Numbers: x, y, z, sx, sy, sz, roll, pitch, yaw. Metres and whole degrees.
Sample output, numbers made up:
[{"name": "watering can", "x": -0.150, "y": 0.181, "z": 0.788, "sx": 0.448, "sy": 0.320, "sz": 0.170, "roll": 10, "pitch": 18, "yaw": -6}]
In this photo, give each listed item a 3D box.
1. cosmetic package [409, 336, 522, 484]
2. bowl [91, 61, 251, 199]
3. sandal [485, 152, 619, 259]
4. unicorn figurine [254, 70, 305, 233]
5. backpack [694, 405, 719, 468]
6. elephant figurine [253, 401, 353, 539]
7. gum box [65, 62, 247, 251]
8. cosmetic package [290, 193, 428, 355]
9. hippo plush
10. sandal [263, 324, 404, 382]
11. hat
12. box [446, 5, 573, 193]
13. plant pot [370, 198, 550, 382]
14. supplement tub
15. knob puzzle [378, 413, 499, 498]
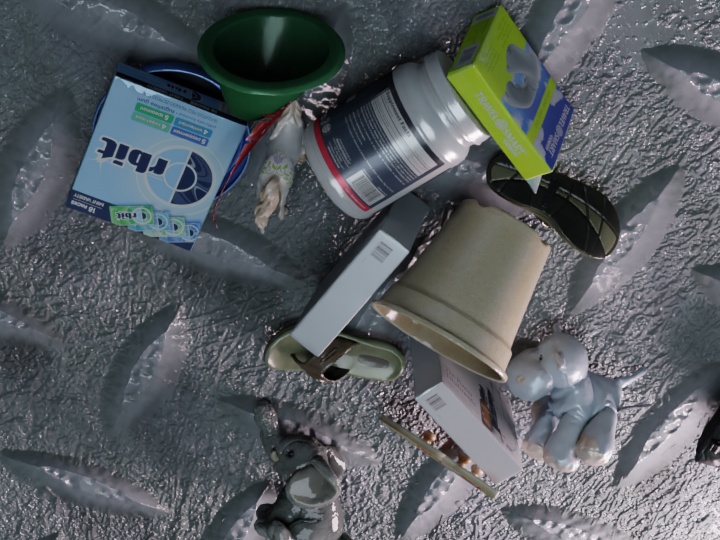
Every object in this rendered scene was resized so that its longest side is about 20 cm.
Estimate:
[{"name": "cosmetic package", "x": 0.147, "y": 0.182, "z": 1.883, "sx": 0.052, "sy": 0.151, "sz": 0.200, "roll": -33, "pitch": 119, "yaw": 17}, {"name": "bowl", "x": -0.238, "y": -0.173, "z": 1.702, "sx": 0.200, "sy": 0.039, "sz": 0.201, "roll": -1, "pitch": 125, "yaw": -1}, {"name": "sandal", "x": 0.254, "y": -0.091, "z": 1.758, "sx": 0.201, "sy": 0.057, "sz": 0.080, "roll": 34, "pitch": 87, "yaw": -3}, {"name": "unicorn figurine", "x": -0.100, "y": -0.158, "z": 1.671, "sx": 0.074, "sy": 0.200, "sz": 0.137, "roll": -3, "pitch": 152, "yaw": -5}, {"name": "backpack", "x": 0.613, "y": 0.246, "z": 1.953, "sx": 0.200, "sy": 0.154, "sz": 0.163, "roll": 30, "pitch": 119, "yaw": 5}, {"name": "elephant figurine", "x": -0.081, "y": 0.307, "z": 1.987, "sx": 0.155, "sy": 0.141, "sz": 0.200, "roll": 0, "pitch": 112, "yaw": -36}, {"name": "gum box", "x": -0.255, "y": -0.139, "z": 1.674, "sx": 0.170, "sy": 0.045, "sz": 0.200, "roll": 19, "pitch": 121, "yaw": -14}, {"name": "cosmetic package", "x": 0.000, "y": 0.000, "z": 1.746, "sx": 0.052, "sy": 0.151, "sz": 0.200, "roll": 37, "pitch": 117, "yaw": -7}, {"name": "hippo plush", "x": 0.291, "y": 0.174, "z": 1.874, "sx": 0.200, "sy": 0.159, "sz": 0.161, "roll": -26, "pitch": 122, "yaw": 16}, {"name": "sandal", "x": -0.035, "y": 0.124, "z": 1.886, "sx": 0.201, "sy": 0.057, "sz": 0.080, "roll": 7, "pitch": 124, "yaw": -6}, {"name": "hat", "x": -0.120, "y": -0.195, "z": 1.621, "sx": 0.200, "sy": 0.166, "sz": 0.176, "roll": -19, "pitch": 140, "yaw": -23}, {"name": "box", "x": 0.191, "y": -0.207, "z": 1.634, "sx": 0.048, "sy": 0.122, "sz": 0.200, "roll": -16, "pitch": 127, "yaw": 40}, {"name": "plant pot", "x": 0.144, "y": 0.016, "z": 1.735, "sx": 0.200, "sy": 0.200, "sz": 0.184, "roll": 33, "pitch": 82, "yaw": -21}, {"name": "supplement tub", "x": 0.044, "y": -0.166, "z": 1.650, "sx": 0.200, "sy": 0.140, "sz": 0.140, "roll": -30, "pitch": 120, "yaw": 18}, {"name": "knob puzzle", "x": 0.117, "y": 0.260, "z": 1.939, "sx": 0.220, "sy": 0.220, "sz": 0.030, "roll": 37, "pitch": 84, "yaw": -23}]
